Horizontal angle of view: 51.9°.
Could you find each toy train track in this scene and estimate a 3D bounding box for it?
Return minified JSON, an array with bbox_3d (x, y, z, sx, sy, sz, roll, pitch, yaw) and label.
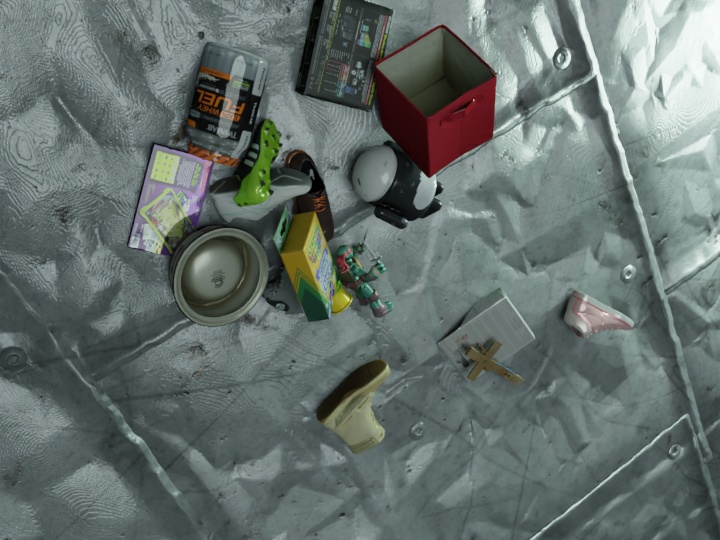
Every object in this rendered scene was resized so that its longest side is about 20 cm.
[{"bbox_3d":[0.321,0.229,1.793,0.199,0.033,0.115,32,101,-31],"label":"toy train track"}]

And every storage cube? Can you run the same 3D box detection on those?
[{"bbox_3d":[0.147,-0.330,1.447,0.170,0.201,0.181,-33,151,-12],"label":"storage cube"}]

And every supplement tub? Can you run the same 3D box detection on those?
[{"bbox_3d":[-0.246,-0.300,1.344,0.121,0.122,0.203,10,102,-26],"label":"supplement tub"}]

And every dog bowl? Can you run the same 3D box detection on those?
[{"bbox_3d":[-0.281,0.002,1.436,0.198,0.074,0.203,-16,118,-31],"label":"dog bowl"}]

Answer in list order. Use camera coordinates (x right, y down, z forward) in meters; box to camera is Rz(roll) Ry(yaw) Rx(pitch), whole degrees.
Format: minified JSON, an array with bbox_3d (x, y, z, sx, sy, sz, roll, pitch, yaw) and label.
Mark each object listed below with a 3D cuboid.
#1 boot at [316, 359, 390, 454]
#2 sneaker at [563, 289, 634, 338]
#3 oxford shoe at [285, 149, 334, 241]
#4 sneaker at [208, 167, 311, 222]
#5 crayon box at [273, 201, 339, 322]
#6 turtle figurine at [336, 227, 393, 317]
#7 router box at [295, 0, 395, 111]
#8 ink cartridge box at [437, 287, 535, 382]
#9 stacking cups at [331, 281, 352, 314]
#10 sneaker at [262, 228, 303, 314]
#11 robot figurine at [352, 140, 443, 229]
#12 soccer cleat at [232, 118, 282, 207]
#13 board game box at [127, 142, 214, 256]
[{"bbox_3d":[0.017,0.313,1.687,0.200,0.073,0.156,-43,118,-4],"label":"boot"},{"bbox_3d":[0.601,0.133,1.890,0.198,0.075,0.106,25,91,-21],"label":"sneaker"},{"bbox_3d":[-0.096,-0.140,1.490,0.071,0.072,0.202,-28,116,-13],"label":"oxford shoe"},{"bbox_3d":[-0.189,-0.146,1.437,0.197,0.071,0.081,-8,126,5],"label":"sneaker"},{"bbox_3d":[-0.099,-0.019,1.418,0.051,0.127,0.202,-9,126,16],"label":"crayon box"},{"bbox_3d":[0.000,0.000,1.544,0.100,0.150,0.202,-24,126,-1],"label":"turtle figurine"},{"bbox_3d":[-0.031,-0.425,1.434,0.148,0.062,0.203,9,103,-25],"label":"router box"},{"bbox_3d":[0.301,0.159,1.793,0.199,0.050,0.161,-35,119,10],"label":"ink cartridge box"},{"bbox_3d":[-0.096,0.001,1.552,0.060,0.060,0.201,-40,113,-7],"label":"stacking cups"},{"bbox_3d":[-0.160,0.014,1.492,0.114,0.075,0.202,-8,121,16],"label":"sneaker"},{"bbox_3d":[0.076,-0.177,1.530,0.198,0.151,0.126,22,114,-29],"label":"robot figurine"},{"bbox_3d":[-0.197,-0.205,1.388,0.080,0.202,0.068,-14,140,25],"label":"soccer cleat"},{"bbox_3d":[-0.359,-0.128,1.402,0.119,0.032,0.203,14,101,-23],"label":"board game box"}]
